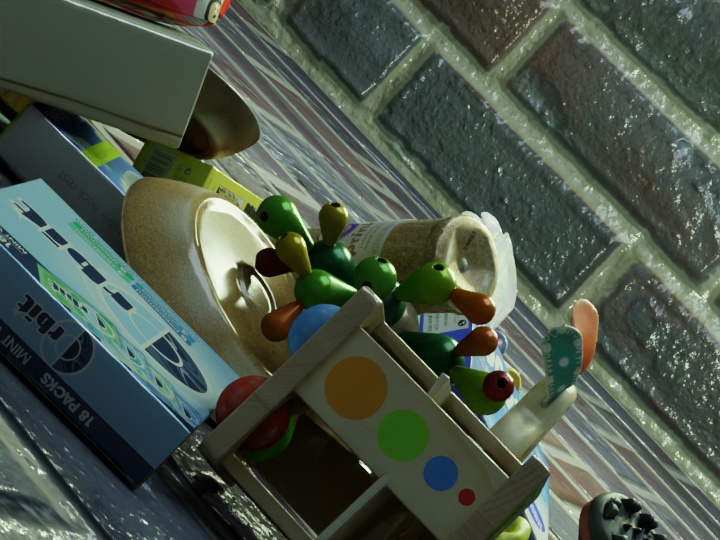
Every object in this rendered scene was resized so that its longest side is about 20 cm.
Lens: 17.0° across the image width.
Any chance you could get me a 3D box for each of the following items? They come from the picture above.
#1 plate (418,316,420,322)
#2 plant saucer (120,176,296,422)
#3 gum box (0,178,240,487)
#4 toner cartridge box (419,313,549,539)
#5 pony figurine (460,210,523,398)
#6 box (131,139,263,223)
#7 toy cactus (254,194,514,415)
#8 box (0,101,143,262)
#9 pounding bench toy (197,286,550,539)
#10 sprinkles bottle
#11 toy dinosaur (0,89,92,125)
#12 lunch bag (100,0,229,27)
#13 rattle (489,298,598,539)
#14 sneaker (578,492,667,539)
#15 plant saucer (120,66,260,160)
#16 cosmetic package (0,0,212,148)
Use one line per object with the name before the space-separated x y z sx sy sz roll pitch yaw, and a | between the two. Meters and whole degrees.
plate | 0.044 0.082 1.749 0.200 0.025 0.201 -12 90 -75
plant saucer | -0.078 0.022 1.525 0.200 0.035 0.200 50 22 -29
gum box | -0.150 0.028 1.304 0.170 0.045 0.200 45 8 0
toner cartridge box | 0.091 0.118 1.763 0.095 0.043 0.200 -83 156 -45
pony figurine | 0.079 0.067 2.101 0.200 0.166 0.194 -127 -159 -70
box | -0.102 -0.039 1.889 0.075 0.050 0.200 25 -4 34
toy cactus | 0.012 0.035 1.521 0.200 0.102 0.165 29 -11 10
box | -0.172 -0.047 1.618 0.200 0.048 0.122 45 6 -3
pounding bench toy | 0.002 0.110 1.338 0.156 0.124 0.200 45 -7 9
sprinkles bottle | 0.000 0.000 1.644 0.200 0.068 0.068 -3 -31 43
toy dinosaur | -0.204 -0.095 1.739 0.200 0.060 0.106 35 19 2
lunch bag | -0.167 -0.219 1.681 0.176 0.082 0.200 21 1 -25
rattle | 0.132 0.141 1.627 0.143 0.200 0.130 47 8 25
sneaker | 0.173 0.232 1.666 0.071 0.098 0.201 -67 144 -42
plant saucer | -0.169 -0.138 1.819 0.200 0.032 0.200 28 -15 8
cosmetic package | -0.209 -0.152 1.586 0.199 0.073 0.104 18 8 -21
